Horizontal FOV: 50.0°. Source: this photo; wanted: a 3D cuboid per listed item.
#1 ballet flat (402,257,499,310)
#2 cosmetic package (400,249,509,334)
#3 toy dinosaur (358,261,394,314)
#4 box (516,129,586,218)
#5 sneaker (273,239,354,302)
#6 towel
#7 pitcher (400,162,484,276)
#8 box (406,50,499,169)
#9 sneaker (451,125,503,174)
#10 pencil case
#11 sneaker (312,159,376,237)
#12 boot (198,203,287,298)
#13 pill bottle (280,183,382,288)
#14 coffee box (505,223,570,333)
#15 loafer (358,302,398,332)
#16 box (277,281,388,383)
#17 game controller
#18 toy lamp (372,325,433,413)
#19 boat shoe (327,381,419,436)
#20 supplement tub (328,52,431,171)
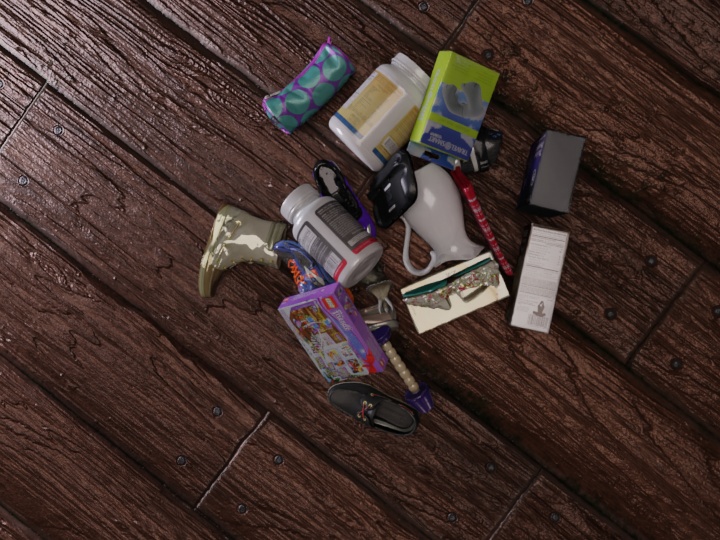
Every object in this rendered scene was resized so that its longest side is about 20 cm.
[{"bbox_3d":[0.180,0.039,1.494,0.199,0.076,0.064,-23,96,8],"label":"ballet flat"},{"bbox_3d":[0.190,0.043,1.565,0.199,0.073,0.104,-24,89,6],"label":"cosmetic package"},{"bbox_3d":[0.000,0.000,1.564,0.200,0.102,0.077,38,94,2],"label":"toy dinosaur"},{"bbox_3d":[0.360,-0.180,1.479,0.078,0.200,0.142,11,92,4],"label":"box"},{"bbox_3d":[-0.102,0.017,1.548,0.200,0.075,0.079,44,66,-3],"label":"sneaker"},{"bbox_3d":[0.235,-0.098,1.491,0.022,0.145,0.201,-28,112,7],"label":"towel"},{"bbox_3d":[0.133,-0.098,1.552,0.171,0.121,0.201,-25,96,25],"label":"pitcher"},{"bbox_3d":[0.175,-0.301,1.476,0.121,0.048,0.202,15,98,-28],"label":"box"},{"bbox_3d":[0.230,-0.297,1.557,0.111,0.073,0.202,-6,98,0],"label":"sneaker"},{"bbox_3d":[-0.107,-0.371,1.569,0.200,0.085,0.092,-42,117,4],"label":"pencil case"},{"bbox_3d":[-0.039,-0.137,1.562,0.069,0.100,0.201,-33,87,3],"label":"sneaker"},{"bbox_3d":[-0.243,-0.022,1.601,0.153,0.072,0.202,17,93,2],"label":"boot"},{"bbox_3d":[-0.060,-0.071,1.490,0.111,0.111,0.200,-46,76,5],"label":"pill bottle"},{"bbox_3d":[0.349,0.014,1.530,0.079,0.114,0.202,12,92,5],"label":"coffee box"},{"bbox_3d":[-0.023,0.108,1.593,0.198,0.072,0.063,-9,74,-1],"label":"loafer"},{"bbox_3d":[-0.052,0.125,1.505,0.136,0.039,0.201,-16,118,31],"label":"box"},{"bbox_3d":[0.063,-0.155,1.508,0.042,0.200,0.105,-16,80,-21],"label":"game controller"},{"bbox_3d":[0.086,0.205,1.565,0.058,0.058,0.201,-33,107,5],"label":"toy lamp"},{"bbox_3d":[0.025,0.283,1.592,0.200,0.063,0.074,19,96,5],"label":"boat shoe"},{"bbox_3d":[0.050,-0.313,1.529,0.145,0.145,0.200,44,94,2],"label":"supplement tub"}]
